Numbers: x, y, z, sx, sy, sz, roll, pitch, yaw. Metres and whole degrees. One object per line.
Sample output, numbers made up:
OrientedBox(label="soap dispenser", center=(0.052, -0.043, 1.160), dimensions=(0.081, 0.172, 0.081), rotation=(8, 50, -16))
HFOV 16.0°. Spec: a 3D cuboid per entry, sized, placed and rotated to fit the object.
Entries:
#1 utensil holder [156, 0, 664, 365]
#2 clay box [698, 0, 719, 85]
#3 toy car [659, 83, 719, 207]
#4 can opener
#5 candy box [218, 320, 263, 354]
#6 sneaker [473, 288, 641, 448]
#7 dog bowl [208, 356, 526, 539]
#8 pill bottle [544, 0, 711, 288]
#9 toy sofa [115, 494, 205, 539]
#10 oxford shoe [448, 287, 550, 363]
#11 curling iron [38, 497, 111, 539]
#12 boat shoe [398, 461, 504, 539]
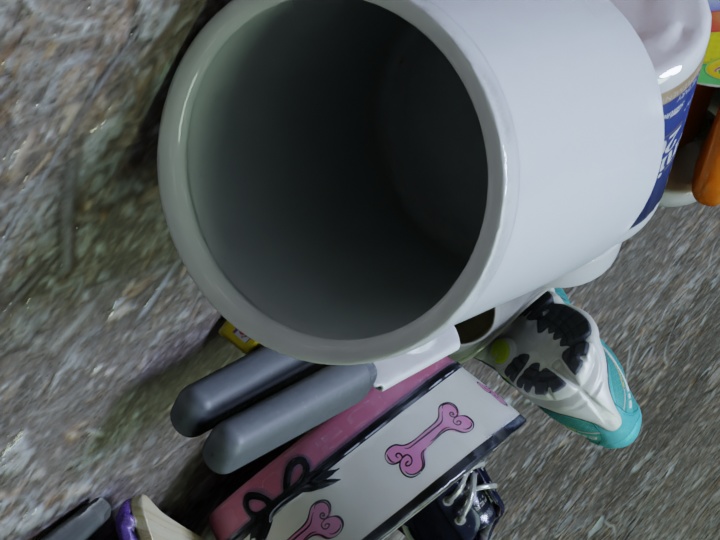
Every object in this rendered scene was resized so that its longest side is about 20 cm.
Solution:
OrientedBox(label="utensil holder", center=(0.031, -0.056, 1.170), dimensions=(0.200, 0.170, 0.170), rotation=(-17, 142, -60))
OrientedBox(label="clay box", center=(0.191, -0.166, 1.409), dimensions=(0.200, 0.115, 0.048), rotation=(101, -5, -52))
OrientedBox(label="toy car", center=(0.254, -0.115, 1.588), dimensions=(0.200, 0.150, 0.175), rotation=(-40, 158, -29))
OrientedBox(label="can opener", center=(-0.021, 0.059, 1.363), dimensions=(0.200, 0.053, 0.067), rotation=(-25, 153, -48))
OrientedBox(label="candy box", center=(0.000, 0.000, 1.417), dimensions=(0.102, 0.026, 0.200), rotation=(-57, 160, 13))
OrientedBox(label="sneaker", center=(0.115, 0.053, 1.575), dimensions=(0.078, 0.080, 0.200), rotation=(-42, -155, 6))
OrientedBox(label="dog bowl", center=(-0.003, 0.121, 1.487), dimensions=(0.200, 0.074, 0.200), rotation=(-37, 176, -3))
OrientedBox(label="pill bottle", center=(0.120, -0.080, 1.403), dimensions=(0.111, 0.111, 0.200), rotation=(-40, 157, -29))
OrientedBox(label="toy sofa", center=(-0.122, 0.197, 1.437), dimensions=(0.083, 0.098, 0.200), rotation=(-19, 162, 7))
OrientedBox(label="oxford shoe", center=(0.096, -0.022, 1.525), dimensions=(0.200, 0.075, 0.058), rotation=(-48, 164, 6))
OrientedBox(label="curling iron", center=(-0.199, 0.177, 1.303), dimensions=(0.200, 0.026, 0.050), rotation=(-44, -178, -33))
OrientedBox(label="boat shoe", center=(0.056, 0.119, 1.659), dimensions=(0.075, 0.093, 0.200), rotation=(-41, 159, -25))
